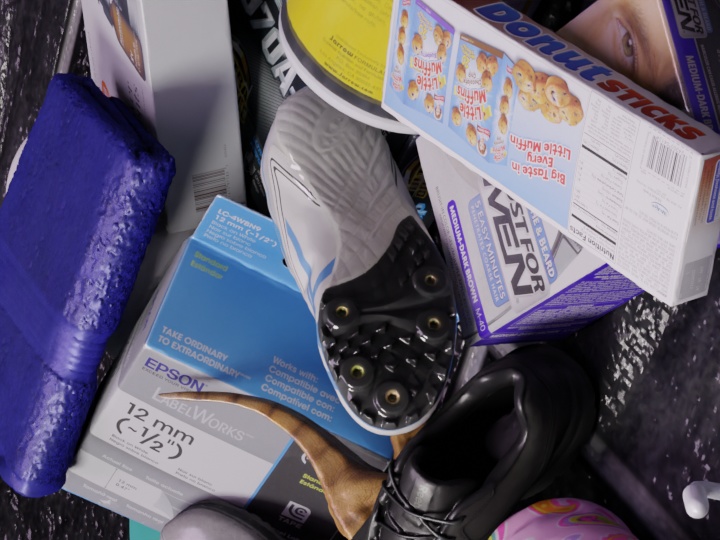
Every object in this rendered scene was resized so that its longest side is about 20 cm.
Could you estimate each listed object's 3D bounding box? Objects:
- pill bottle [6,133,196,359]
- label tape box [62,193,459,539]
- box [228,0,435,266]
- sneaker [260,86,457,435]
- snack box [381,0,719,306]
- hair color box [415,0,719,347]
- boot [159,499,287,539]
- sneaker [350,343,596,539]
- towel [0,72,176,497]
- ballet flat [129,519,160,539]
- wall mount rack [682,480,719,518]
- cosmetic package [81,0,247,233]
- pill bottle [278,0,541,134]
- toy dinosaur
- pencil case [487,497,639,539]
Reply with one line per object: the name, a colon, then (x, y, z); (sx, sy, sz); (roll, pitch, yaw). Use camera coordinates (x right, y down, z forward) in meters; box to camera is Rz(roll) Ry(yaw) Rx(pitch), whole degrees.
pill bottle: (-0.119, -0.009, 1.476); (0.200, 0.112, 0.112); (46, 130, 47)
label tape box: (-0.055, 0.068, 1.342); (0.200, 0.143, 0.066); (-55, 13, 46)
box: (-0.018, -0.093, 1.368); (0.159, 0.046, 0.200); (-58, 44, 43)
sneaker: (0.000, 0.000, 1.232); (0.073, 0.072, 0.200); (91, 166, -52)
snack box: (0.079, -0.062, 1.098); (0.200, 0.024, 0.072); (38, 133, 41)
hair color box: (0.109, -0.048, 1.151); (0.200, 0.065, 0.109); (-35, 64, 52)
boot: (-0.068, 0.207, 1.291); (0.200, 0.132, 0.070); (45, 133, 26)
sneaker: (0.030, 0.118, 1.196); (0.076, 0.091, 0.200); (31, 96, 19)
towel: (-0.157, 0.007, 1.372); (0.148, 0.050, 0.200); (43, 116, 55)
ballet flat: (-0.101, 0.198, 1.501); (0.068, 0.068, 0.200); (20, 109, 55)
wall mount rack: (0.185, 0.082, 0.987); (0.174, 0.074, 0.200); (-108, 31, -63)
cosmetic package: (-0.114, -0.144, 1.394); (0.151, 0.052, 0.200); (-120, 21, -51)
pill bottle: (0.045, -0.168, 1.200); (0.112, 0.112, 0.200); (63, 140, 34)
toy dinosaur: (0.003, 0.110, 1.273); (0.200, 0.106, 0.060); (55, 146, 13)
pencil case: (0.112, 0.163, 1.096); (0.200, 0.087, 0.088); (-135, 49, -70)
